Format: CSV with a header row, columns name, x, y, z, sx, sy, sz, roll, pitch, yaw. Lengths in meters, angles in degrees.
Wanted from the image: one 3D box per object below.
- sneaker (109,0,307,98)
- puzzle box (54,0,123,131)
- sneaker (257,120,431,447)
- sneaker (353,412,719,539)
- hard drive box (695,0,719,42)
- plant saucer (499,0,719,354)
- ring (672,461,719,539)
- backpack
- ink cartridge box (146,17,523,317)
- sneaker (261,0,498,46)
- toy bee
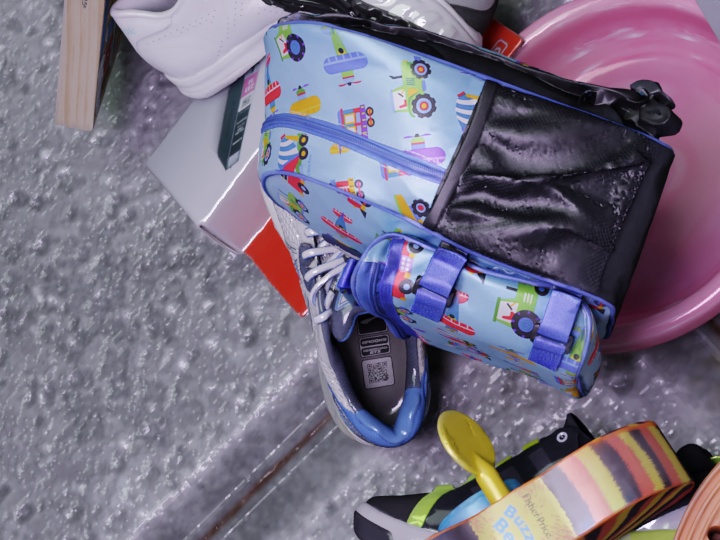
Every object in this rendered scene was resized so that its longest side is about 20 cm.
name,x,y,z,sx,sy,sz,roll,pitch,yaw
sneaker,-0.057,-0.181,1.138,0.199,0.088,0.076,-38,38,21
puzzle box,-0.150,-0.201,1.187,0.025,0.201,0.134,10,42,-3
sneaker,0.000,0.000,1.043,0.076,0.085,0.202,-18,100,-2
sneaker,0.095,0.114,1.007,0.198,0.072,0.084,1,76,20
hard drive box,0.233,-0.234,1.019,0.155,0.077,0.201,-19,46,23
plant saucer,0.140,-0.050,1.052,0.199,0.051,0.203,-12,65,27
ring,0.237,0.156,0.909,0.198,0.019,0.203,-4,69,11
backpack,0.036,-0.037,0.940,0.198,0.183,0.136,20,84,6
ink cartridge box,-0.021,-0.094,1.140,0.201,0.043,0.174,-51,36,4
sneaker,-0.014,-0.178,1.081,0.199,0.074,0.080,29,74,3
toy bee,0.062,0.140,0.915,0.130,0.109,0.201,35,90,21
